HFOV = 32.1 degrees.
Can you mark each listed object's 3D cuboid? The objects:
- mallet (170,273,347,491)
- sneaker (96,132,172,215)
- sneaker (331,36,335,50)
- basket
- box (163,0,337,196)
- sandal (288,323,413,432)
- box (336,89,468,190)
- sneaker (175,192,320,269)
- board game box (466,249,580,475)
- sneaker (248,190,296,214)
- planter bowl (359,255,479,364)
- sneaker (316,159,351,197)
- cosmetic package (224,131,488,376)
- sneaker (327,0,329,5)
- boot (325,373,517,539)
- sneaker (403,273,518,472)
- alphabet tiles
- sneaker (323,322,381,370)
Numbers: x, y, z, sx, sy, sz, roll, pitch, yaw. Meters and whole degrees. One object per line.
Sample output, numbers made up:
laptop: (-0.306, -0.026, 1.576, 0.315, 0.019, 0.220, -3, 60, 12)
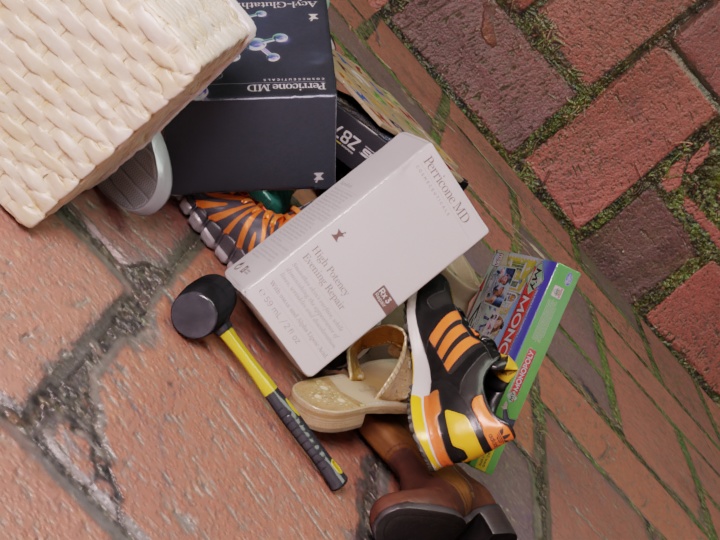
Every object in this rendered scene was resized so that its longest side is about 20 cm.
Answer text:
mallet: (-0.077, 0.091, 0.970, 0.200, 0.041, 0.066, 55, 16, 3)
sneaker: (-0.198, -0.122, 1.051, 0.071, 0.073, 0.200, 20, 33, -54)
sneaker: (-0.084, -0.207, 1.343, 0.080, 0.116, 0.199, 12, 14, 26)
basket: (-0.214, -0.166, 0.884, 0.200, 0.198, 0.161, 47, 19, -12)
box: (-0.101, -0.173, 1.122, 0.107, 0.148, 0.200, 93, -7, -45)
sandal: (0.019, 0.082, 1.080, 0.077, 0.070, 0.211, 30, 21, 26)
box: (0.012, -0.132, 1.294, 0.161, 0.049, 0.200, 41, 13, 19)
sneaker: (-0.082, -0.048, 1.130, 0.200, 0.112, 0.078, 53, 15, 9)
board game box: (0.127, 0.081, 1.186, 0.029, 0.201, 0.135, 25, -2, -19)
sneaker: (-0.091, -0.101, 1.295, 0.078, 0.080, 0.200, 47, 16, -11)
planter bowl: (0.036, 0.015, 1.276, 0.200, 0.135, 0.200, 46, 16, -17)
sneaker: (-0.010, -0.076, 1.436, 0.201, 0.071, 0.098, 61, -3, -38)
cosmetic package: (-0.003, -0.015, 1.047, 0.102, 0.200, 0.074, 54, -7, -23)
sneaker: (-0.060, -0.293, 1.255, 0.200, 0.118, 0.074, 0, 81, -59)
boot: (0.030, 0.155, 1.066, 0.188, 0.069, 0.200, 11, 34, -48)
sneaker: (0.089, 0.078, 1.058, 0.201, 0.090, 0.070, -89, 158, -44)
alphabet tiles: (0.026, -0.168, 1.293, 0.200, 0.006, 0.166, 51, 16, 30)
sneaker: (0.000, 0.000, 1.150, 0.074, 0.201, 0.079, 22, -23, 15)
